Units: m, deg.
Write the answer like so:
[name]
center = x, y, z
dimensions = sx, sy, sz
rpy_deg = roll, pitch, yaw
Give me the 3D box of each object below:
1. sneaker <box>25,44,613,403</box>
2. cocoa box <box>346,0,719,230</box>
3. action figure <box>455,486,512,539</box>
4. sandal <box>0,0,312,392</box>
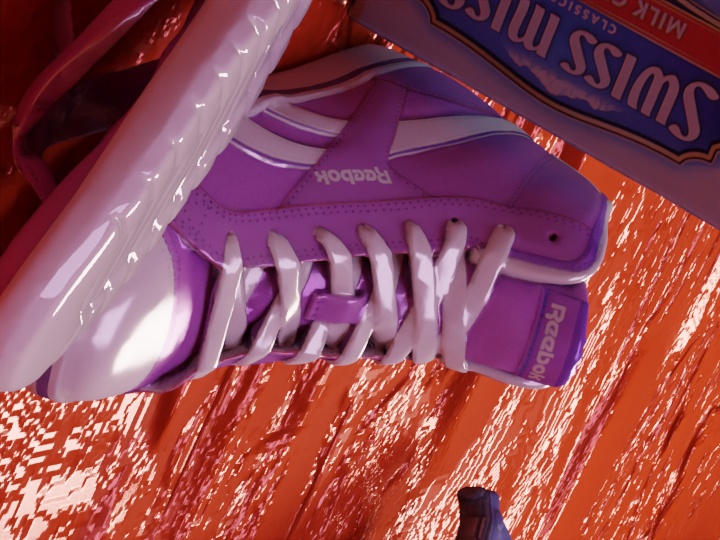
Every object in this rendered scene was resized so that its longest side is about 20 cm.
[sneaker]
center = 0.000, -0.001, 0.720
dimensions = 0.200, 0.114, 0.073
rpy_deg = -31, 147, -49
[cocoa box]
center = 0.124, -0.090, 0.757
dimensions = 0.133, 0.199, 0.132
rpy_deg = -21, 138, -59
[action figure]
center = 0.016, 0.194, 1.016
dimensions = 0.194, 0.104, 0.201
rpy_deg = 72, 17, -55
[sandal]
center = -0.050, -0.051, 0.636
dimensions = 0.203, 0.050, 0.083
rpy_deg = -59, 178, -40
